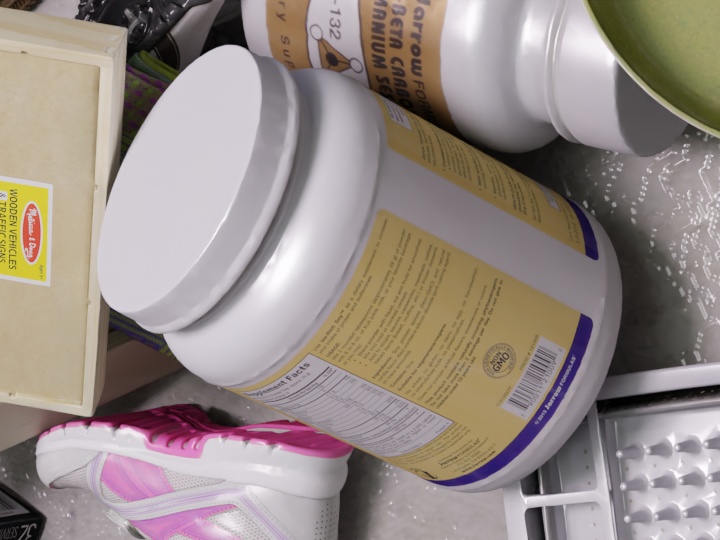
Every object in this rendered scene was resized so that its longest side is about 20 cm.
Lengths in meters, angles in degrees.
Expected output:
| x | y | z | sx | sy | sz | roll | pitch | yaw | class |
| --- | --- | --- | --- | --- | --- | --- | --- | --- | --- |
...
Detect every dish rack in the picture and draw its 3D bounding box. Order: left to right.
| x | y | z | sx | sy | sz | roll | pitch | yaw | class |
| --- | --- | --- | --- | --- | --- | --- | --- | --- | --- |
| 0.161 | 0.127 | 0.993 | 0.199 | 0.043 | 0.173 | -10 | 84 | 35 | dish rack |

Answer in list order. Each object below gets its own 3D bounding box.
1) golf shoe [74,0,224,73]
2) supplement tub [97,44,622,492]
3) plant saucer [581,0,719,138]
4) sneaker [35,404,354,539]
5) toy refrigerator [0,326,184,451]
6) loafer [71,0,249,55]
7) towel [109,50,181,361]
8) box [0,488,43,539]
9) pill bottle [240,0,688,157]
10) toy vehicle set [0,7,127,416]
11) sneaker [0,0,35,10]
| x | y | z | sx | sy | sz | roll | pitch | yaw | class |
| --- | --- | --- | --- | --- | --- | --- | --- | --- | --- |
| -0.099 | -0.093 | 1.088 | 0.200 | 0.094 | 0.078 | -45 | 38 | 37 | golf shoe |
| 0.000 | 0.000 | 0.988 | 0.145 | 0.199 | 0.146 | -39 | 37 | 37 | supplement tub |
| 0.180 | -0.139 | 0.925 | 0.198 | 0.031 | 0.202 | 0 | 76 | -1 | plant saucer |
| -0.091 | 0.119 | 1.151 | 0.199 | 0.081 | 0.089 | 4 | 96 | 40 | sneaker |
| -0.191 | 0.044 | 1.159 | 0.199 | 0.070 | 0.076 | -24 | 68 | -5 | toy refrigerator |
| -0.128 | -0.104 | 1.163 | 0.198 | 0.070 | 0.070 | -19 | 40 | 14 | loafer |
| -0.066 | -0.014 | 1.078 | 0.144 | 0.199 | 0.023 | -48 | 31 | 29 | towel |
| -0.293 | 0.204 | 1.255 | 0.124 | 0.148 | 0.201 | 30 | 107 | 30 | box |
| 0.053 | -0.116 | 1.021 | 0.199 | 0.114 | 0.115 | 17 | 101 | 34 | pill bottle |
| -0.174 | -0.027 | 1.026 | 0.123 | 0.027 | 0.201 | 10 | 125 | 2 | toy vehicle set |
| -0.176 | -0.232 | 1.212 | 0.200 | 0.070 | 0.109 | -41 | 68 | 30 | sneaker |
